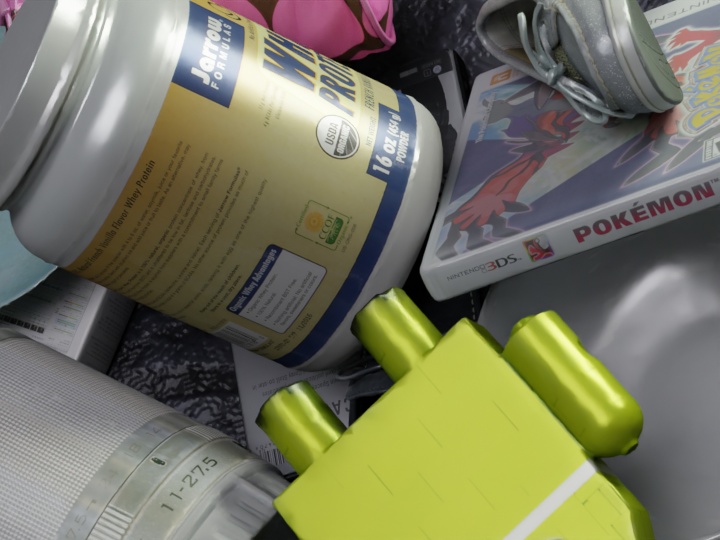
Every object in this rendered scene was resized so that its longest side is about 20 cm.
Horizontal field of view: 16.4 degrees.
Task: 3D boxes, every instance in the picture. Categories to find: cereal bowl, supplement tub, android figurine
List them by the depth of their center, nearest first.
[{"bbox_3d":[0.044,0.107,1.082,0.182,0.041,0.200,-43,66,9],"label":"android figurine"},{"bbox_3d":[0.154,0.047,1.140,0.200,0.083,0.200,-13,59,22],"label":"cereal bowl"},{"bbox_3d":[-0.077,-0.051,1.176,0.144,0.200,0.144,-54,21,32],"label":"supplement tub"}]

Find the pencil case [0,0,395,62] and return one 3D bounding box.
[{"bbox_3d":[-0.086,-0.137,1.249,0.200,0.094,0.091,-12,76,11],"label":"pencil case"}]

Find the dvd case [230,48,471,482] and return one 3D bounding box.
[{"bbox_3d":[0.000,0.000,1.270,0.150,0.025,0.200,-19,65,18],"label":"dvd case"}]

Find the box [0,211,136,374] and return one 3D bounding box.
[{"bbox_3d":[-0.184,-0.007,1.353,0.144,0.036,0.200,17,77,29],"label":"box"}]

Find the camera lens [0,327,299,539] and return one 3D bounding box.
[{"bbox_3d":[-0.139,0.131,1.193,0.200,0.160,0.160,25,82,18],"label":"camera lens"}]

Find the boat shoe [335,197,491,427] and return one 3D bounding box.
[{"bbox_3d":[0.029,0.056,1.187,0.075,0.062,0.200,-4,68,25],"label":"boat shoe"}]

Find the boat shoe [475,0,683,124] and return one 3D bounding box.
[{"bbox_3d":[0.097,-0.105,1.150,0.065,0.074,0.202,-29,19,2],"label":"boat shoe"}]

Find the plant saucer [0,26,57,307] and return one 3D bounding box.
[{"bbox_3d":[-0.205,-0.060,1.340,0.201,0.039,0.201,-9,66,22],"label":"plant saucer"}]

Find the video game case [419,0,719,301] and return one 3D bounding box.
[{"bbox_3d":[0.125,-0.071,1.166,0.182,0.023,0.200,-20,25,21],"label":"video game case"}]
